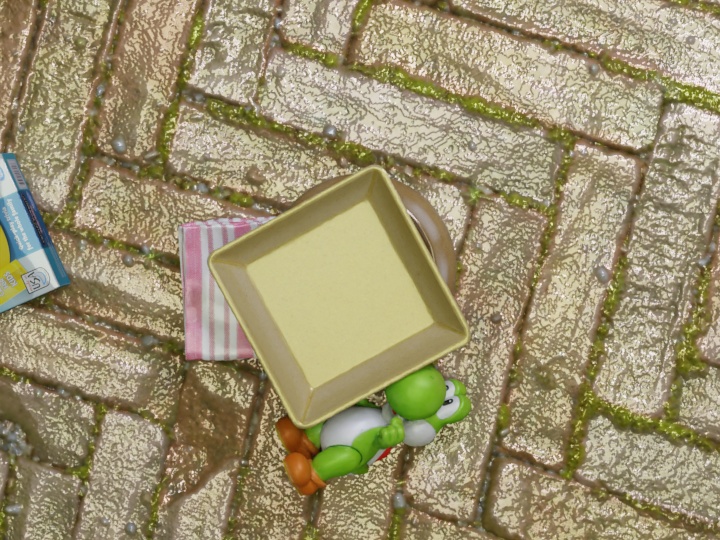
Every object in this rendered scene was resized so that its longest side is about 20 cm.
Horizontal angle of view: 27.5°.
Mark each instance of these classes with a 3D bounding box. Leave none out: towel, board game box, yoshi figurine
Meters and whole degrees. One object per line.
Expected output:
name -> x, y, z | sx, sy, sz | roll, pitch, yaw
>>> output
towel -> -0.085, 0.018, 1.501 | 0.199, 0.030, 0.147 | -2, 95, 4
board game box -> -0.428, -0.014, 1.541 | 0.199, 0.047, 0.151 | -24, 92, 5
yoshi figurine -> 0.011, 0.147, 1.494 | 0.199, 0.112, 0.113 | -22, 86, 3

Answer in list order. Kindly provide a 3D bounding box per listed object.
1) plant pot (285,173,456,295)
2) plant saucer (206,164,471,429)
plant pot -> 0.000, 0.000, 1.521 | 0.199, 0.027, 0.201 | 0, 94, 4
plant saucer -> -0.021, 0.025, 1.465 | 0.199, 0.048, 0.201 | -28, 94, 3
